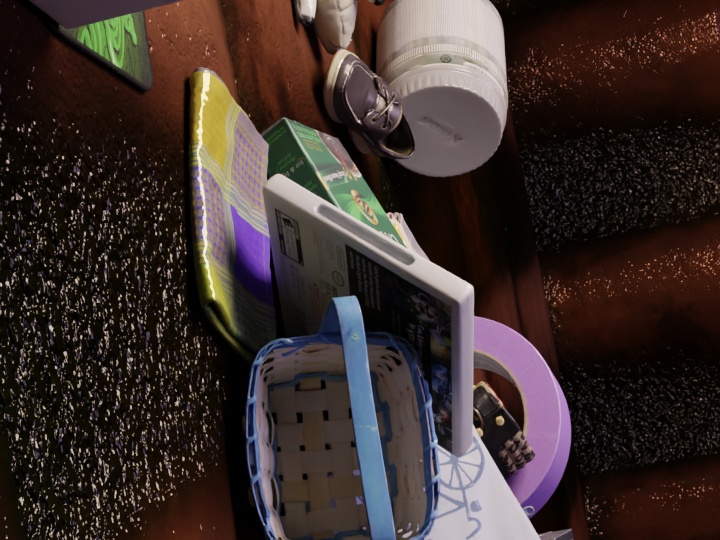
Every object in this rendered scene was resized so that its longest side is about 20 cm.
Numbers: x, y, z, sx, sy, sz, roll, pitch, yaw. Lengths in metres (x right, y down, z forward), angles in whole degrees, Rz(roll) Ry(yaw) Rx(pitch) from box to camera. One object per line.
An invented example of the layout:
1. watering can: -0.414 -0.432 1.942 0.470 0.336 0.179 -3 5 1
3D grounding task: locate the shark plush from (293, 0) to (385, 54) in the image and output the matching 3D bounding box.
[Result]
1. shark plush: -0.055 -0.318 1.448 0.202 0.090 0.083 62 -8 -3

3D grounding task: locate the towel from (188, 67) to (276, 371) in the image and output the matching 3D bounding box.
1. towel: -0.095 -0.040 1.082 0.144 0.022 0.202 58 25 -60

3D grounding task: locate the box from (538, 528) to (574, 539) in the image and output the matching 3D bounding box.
1. box: 0.200 0.386 1.754 0.200 0.130 0.116 28 49 -73

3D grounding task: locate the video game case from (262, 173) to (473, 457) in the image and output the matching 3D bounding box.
1. video game case: 0.009 0.037 1.085 0.023 0.181 0.201 -44 151 -28

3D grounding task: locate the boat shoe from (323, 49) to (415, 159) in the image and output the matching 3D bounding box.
1. boat shoe: 0.014 -0.170 1.509 0.073 0.064 0.200 -67 160 -13

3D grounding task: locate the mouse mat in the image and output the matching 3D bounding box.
1. mouse mat: -0.175 -0.229 0.925 0.161 0.007 0.203 29 53 -73

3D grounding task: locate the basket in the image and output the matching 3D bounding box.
1. basket: -0.012 0.125 1.012 0.200 0.137 0.179 129 -44 -69

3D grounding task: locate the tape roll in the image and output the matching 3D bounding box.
1. tape roll: 0.095 0.148 1.349 0.066 0.197 0.203 47 35 -65

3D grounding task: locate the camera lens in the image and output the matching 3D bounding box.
1. camera lens: 0.097 -0.234 1.731 0.161 0.158 0.202 66 19 -44

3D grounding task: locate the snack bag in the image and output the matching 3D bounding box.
1. snack bag: 0.059 0.224 1.131 0.201 0.187 0.021 58 -30 10

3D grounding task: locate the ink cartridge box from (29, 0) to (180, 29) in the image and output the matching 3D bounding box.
1. ink cartridge box: -0.141 -0.264 0.789 0.147 0.143 0.203 33 48 -67

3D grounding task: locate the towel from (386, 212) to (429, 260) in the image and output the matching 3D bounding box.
1. towel: 0.067 0.057 1.664 0.200 0.032 0.193 56 27 -58

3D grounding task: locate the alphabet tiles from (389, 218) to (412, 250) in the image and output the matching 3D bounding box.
1. alphabet tiles: 0.000 0.000 1.291 0.199 0.015 0.198 -2 66 -57

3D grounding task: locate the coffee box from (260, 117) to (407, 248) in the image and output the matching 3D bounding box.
1. coffee box: -0.005 -0.030 1.214 0.201 0.044 0.123 59 17 16

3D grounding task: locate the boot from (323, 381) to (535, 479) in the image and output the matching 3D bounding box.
1. boot: 0.055 0.149 1.229 0.201 0.150 0.073 54 -2 -33
